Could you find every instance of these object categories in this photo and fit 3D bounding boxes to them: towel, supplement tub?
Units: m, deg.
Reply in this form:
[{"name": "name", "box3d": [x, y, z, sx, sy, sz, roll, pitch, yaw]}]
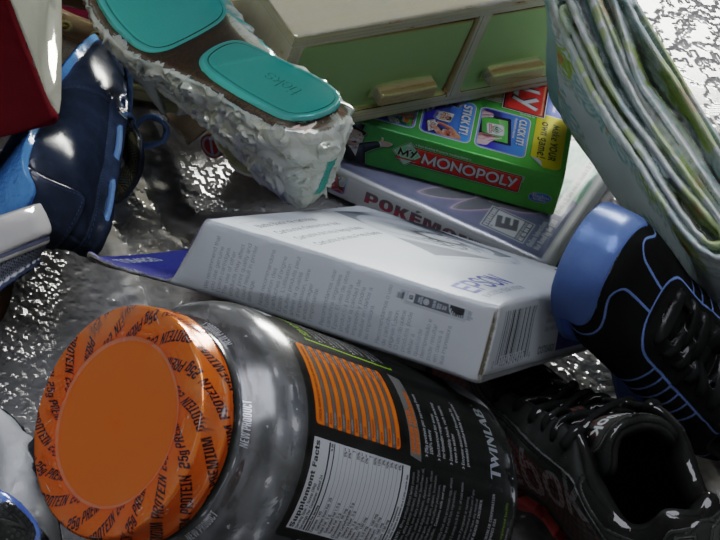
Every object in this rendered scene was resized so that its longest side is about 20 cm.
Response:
[{"name": "towel", "box3d": [0.150, -0.053, 1.300, 0.048, 0.200, 0.172, -29, 74, 0]}, {"name": "supplement tub", "box3d": [-0.035, 0.084, 1.090, 0.200, 0.123, 0.123, 22, 26, -46]}]

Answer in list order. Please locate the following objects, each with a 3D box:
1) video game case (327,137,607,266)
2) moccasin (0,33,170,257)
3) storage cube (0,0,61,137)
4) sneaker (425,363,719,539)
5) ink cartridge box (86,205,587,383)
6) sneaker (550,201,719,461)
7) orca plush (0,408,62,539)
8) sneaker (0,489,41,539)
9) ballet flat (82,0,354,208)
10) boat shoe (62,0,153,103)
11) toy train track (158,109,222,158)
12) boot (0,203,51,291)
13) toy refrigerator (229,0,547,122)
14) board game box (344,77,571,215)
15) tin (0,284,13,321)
[{"name": "video game case", "box3d": [0.058, -0.086, 1.456, 0.181, 0.023, 0.200, 25, 41, 12]}, {"name": "moccasin", "box3d": [-0.145, -0.054, 1.311, 0.068, 0.081, 0.200, 34, 27, -11]}, {"name": "storage cube", "box3d": [-0.252, -0.162, 1.240, 0.179, 0.171, 0.201, -14, 42, 5]}, {"name": "sneaker", "box3d": [0.103, 0.084, 1.213, 0.071, 0.098, 0.201, -20, 49, -29]}, {"name": "ink cartridge box", "box3d": [0.000, 0.000, 1.227, 0.199, 0.041, 0.199, 16, 8, 18]}, {"name": "sneaker", "box3d": [0.152, 0.034, 1.222, 0.078, 0.200, 0.070, 25, 78, 29]}, {"name": "orca plush", "box3d": [-0.137, 0.131, 1.104, 0.071, 0.105, 0.200, 39, -1, -32]}, {"name": "sneaker", "box3d": [-0.185, 0.103, 1.031, 0.079, 0.200, 0.089, 53, 55, -18]}, {"name": "ballet flat", "box3d": [-0.077, -0.093, 1.288, 0.071, 0.072, 0.200, -17, 41, -32]}, {"name": "boat shoe", "box3d": [-0.128, -0.139, 1.425, 0.199, 0.067, 0.074, 2, 41, -15]}, {"name": "toy train track", "box3d": [-0.103, -0.127, 1.376, 0.200, 0.033, 0.115, 49, 44, -2]}, {"name": "boot", "box3d": [-0.213, 0.047, 1.161, 0.199, 0.073, 0.091, -29, 99, -28]}, {"name": "toy refrigerator", "box3d": [0.025, -0.130, 1.368, 0.199, 0.076, 0.070, -13, 54, -33]}, {"name": "board game box", "box3d": [0.058, -0.117, 1.454, 0.134, 0.029, 0.200, 14, 39, 0]}, {"name": "tin", "box3d": [-0.256, 0.011, 1.235, 0.199, 0.042, 0.112, -21, 48, -36]}]
